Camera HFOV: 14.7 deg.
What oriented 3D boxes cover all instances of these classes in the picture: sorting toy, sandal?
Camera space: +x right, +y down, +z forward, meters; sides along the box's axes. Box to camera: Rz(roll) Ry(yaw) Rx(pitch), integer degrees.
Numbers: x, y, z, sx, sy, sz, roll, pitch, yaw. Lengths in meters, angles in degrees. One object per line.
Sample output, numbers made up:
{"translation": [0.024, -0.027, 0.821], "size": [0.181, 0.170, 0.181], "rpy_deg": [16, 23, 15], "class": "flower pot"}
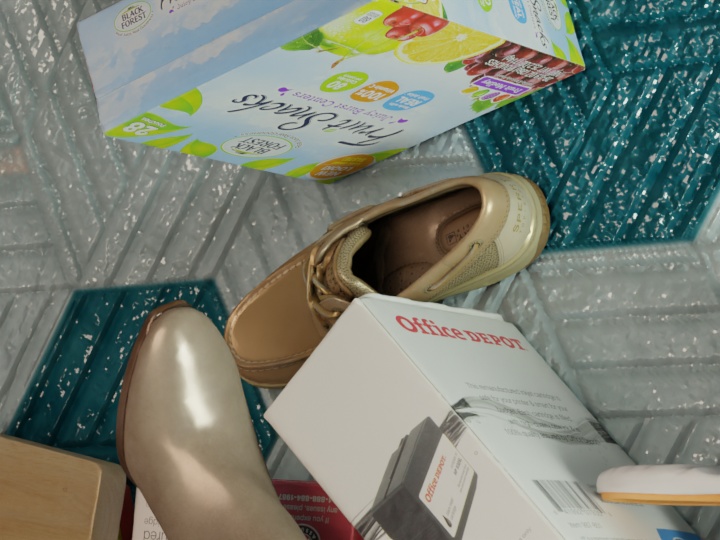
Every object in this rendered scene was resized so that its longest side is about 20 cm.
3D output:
{"translation": [-0.189, 0.190, 1.516], "size": [0.200, 0.070, 0.199], "rpy_deg": [9, 91, 48], "class": "sorting toy"}
{"translation": [0.197, 0.116, 1.229], "size": [0.206, 0.079, 0.059], "rpy_deg": [-4, 83, 41], "class": "sandal"}

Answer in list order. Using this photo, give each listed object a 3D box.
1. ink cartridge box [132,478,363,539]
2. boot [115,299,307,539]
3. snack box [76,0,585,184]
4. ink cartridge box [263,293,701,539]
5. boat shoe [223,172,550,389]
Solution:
{"translation": [-0.043, 0.207, 1.424], "size": [0.146, 0.083, 0.200], "rpy_deg": [0, 83, 33], "class": "ink cartridge box"}
{"translation": [-0.049, 0.129, 1.310], "size": [0.146, 0.070, 0.200], "rpy_deg": [39, 143, 49], "class": "boot"}
{"translation": [-0.012, -0.111, 1.376], "size": [0.169, 0.200, 0.068], "rpy_deg": [-23, 71, 28], "class": "snack box"}
{"translation": [0.070, 0.113, 1.324], "size": [0.084, 0.145, 0.200], "rpy_deg": [-51, 60, 18], "class": "ink cartridge box"}
{"translation": [0.000, 0.000, 1.435], "size": [0.200, 0.064, 0.071], "rpy_deg": [-30, 68, 27], "class": "boat shoe"}
